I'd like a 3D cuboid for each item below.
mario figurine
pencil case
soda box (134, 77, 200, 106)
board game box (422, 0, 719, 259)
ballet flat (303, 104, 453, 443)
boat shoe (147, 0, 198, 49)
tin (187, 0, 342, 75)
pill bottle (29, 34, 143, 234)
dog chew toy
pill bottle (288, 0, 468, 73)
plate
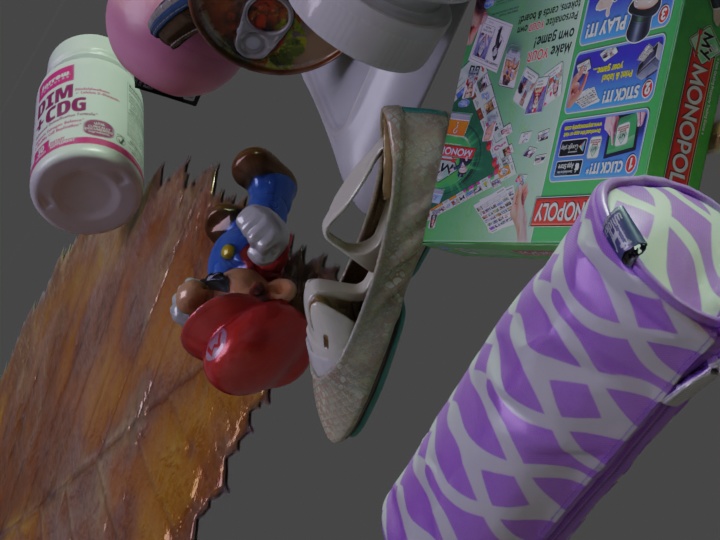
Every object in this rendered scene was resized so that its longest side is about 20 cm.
[{"bbox_3d":[-0.088,-0.003,0.958,0.201,0.104,0.125,-95,-6,-55],"label":"mario figurine"},{"bbox_3d":[0.082,0.056,0.560,0.086,0.083,0.201,57,135,31],"label":"pencil case"},{"bbox_3d":[-0.144,-0.254,1.310,0.201,0.063,0.071,-62,25,30],"label":"soda box"},{"bbox_3d":[0.094,-0.074,0.668,0.200,0.029,0.137,-175,98,-68],"label":"board game box"},{"bbox_3d":[0.000,0.000,0.807,0.068,0.062,0.202,-117,45,-64],"label":"ballet flat"},{"bbox_3d":[-0.084,-0.199,1.075,0.199,0.073,0.072,-22,19,48],"label":"boat shoe"},{"bbox_3d":[-0.029,-0.203,0.858,0.201,0.111,0.042,-56,19,37],"label":"tin"},{"bbox_3d":[-0.279,-0.145,1.505,0.114,0.112,0.202,-57,28,37],"label":"pill bottle"},{"bbox_3d":[-0.126,-0.246,1.199,0.201,0.123,0.125,-59,27,19],"label":"dog chew toy"},{"bbox_3d":[0.043,-0.210,0.756,0.201,0.108,0.110,-57,28,30],"label":"pill bottle"},{"bbox_3d":[0.011,-0.169,0.926,0.201,0.032,0.201,-111,40,-55],"label":"plate"}]
